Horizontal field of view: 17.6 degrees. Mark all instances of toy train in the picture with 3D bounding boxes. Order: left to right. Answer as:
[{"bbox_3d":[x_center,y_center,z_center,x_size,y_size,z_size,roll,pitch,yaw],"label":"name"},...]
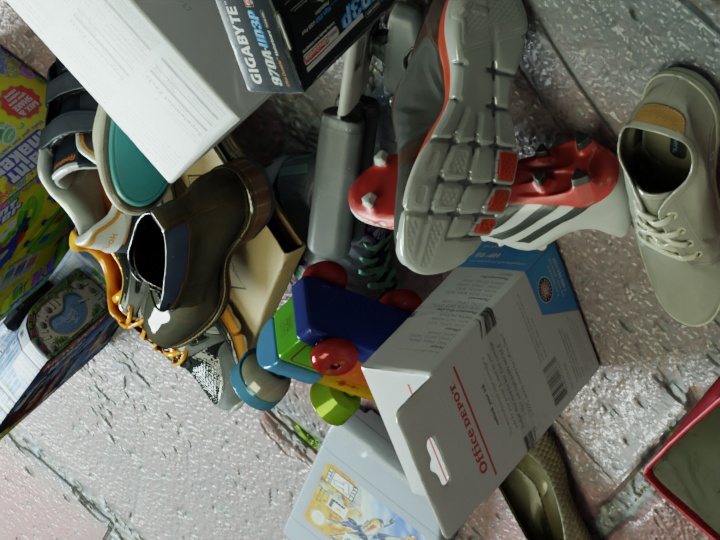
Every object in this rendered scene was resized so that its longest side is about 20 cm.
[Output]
[{"bbox_3d":[0.011,0.076,1.714,0.200,0.085,0.116,20,135,-33],"label":"toy train"}]

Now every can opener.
[{"bbox_3d":[0.007,-0.096,1.621,0.067,0.053,0.201,17,123,16],"label":"can opener"}]

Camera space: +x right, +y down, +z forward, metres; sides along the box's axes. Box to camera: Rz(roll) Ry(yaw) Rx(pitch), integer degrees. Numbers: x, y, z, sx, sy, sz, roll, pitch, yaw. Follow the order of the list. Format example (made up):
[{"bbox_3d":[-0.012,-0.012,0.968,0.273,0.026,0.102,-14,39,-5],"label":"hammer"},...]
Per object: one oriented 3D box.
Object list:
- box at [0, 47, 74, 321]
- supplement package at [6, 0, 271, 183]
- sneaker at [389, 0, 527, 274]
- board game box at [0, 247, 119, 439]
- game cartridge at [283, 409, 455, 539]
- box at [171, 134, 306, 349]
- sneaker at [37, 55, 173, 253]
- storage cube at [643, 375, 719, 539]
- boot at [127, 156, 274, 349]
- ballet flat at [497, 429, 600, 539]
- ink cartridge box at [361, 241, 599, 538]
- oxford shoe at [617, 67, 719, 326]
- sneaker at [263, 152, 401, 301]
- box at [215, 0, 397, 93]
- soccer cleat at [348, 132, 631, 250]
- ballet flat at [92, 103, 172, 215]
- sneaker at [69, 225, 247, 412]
[{"bbox_3d":[-0.332,-0.042,1.902,0.122,0.200,0.193,37,142,11],"label":"box"},{"bbox_3d":[-0.129,-0.195,1.597,0.200,0.156,0.111,48,143,-4],"label":"supplement package"},{"bbox_3d":[0.055,-0.095,1.530,0.077,0.201,0.082,18,174,-32],"label":"sneaker"},{"bbox_3d":[-0.244,0.035,1.932,0.062,0.200,0.200,42,129,3],"label":"board game box"},{"bbox_3d":[0.013,0.205,1.945,0.133,0.042,0.200,40,143,14],"label":"game cartridge"},{"bbox_3d":[-0.110,-0.038,1.780,0.164,0.021,0.200,56,156,13],"label":"box"},{"bbox_3d":[-0.202,-0.110,1.757,0.078,0.079,0.201,-28,76,46],"label":"sneaker"},{"bbox_3d":[0.313,0.091,1.425,0.171,0.180,0.200,42,144,4],"label":"storage cube"},{"bbox_3d":[-0.142,-0.002,1.695,0.075,0.097,0.200,50,137,19],"label":"boot"},{"bbox_3d":[0.132,0.175,1.790,0.067,0.046,0.200,-5,121,45],"label":"ballet flat"},{"bbox_3d":[0.075,0.080,1.626,0.067,0.200,0.116,6,128,42],"label":"ink cartridge box"},{"bbox_3d":[0.201,-0.039,1.513,0.075,0.058,0.200,18,137,28],"label":"oxford shoe"},{"bbox_3d":[0.000,0.000,1.732,0.087,0.074,0.200,-15,113,44],"label":"sneaker"},{"bbox_3d":[-0.021,-0.228,1.427,0.046,0.200,0.159,7,130,36],"label":"box"},{"bbox_3d":[0.088,-0.045,1.581,0.199,0.069,0.085,-6,142,24],"label":"soccer cleat"},{"bbox_3d":[-0.160,-0.129,1.685,0.069,0.201,0.070,8,162,3],"label":"ballet flat"},{"bbox_3d":[-0.155,0.028,1.822,0.200,0.077,0.078,58,155,3],"label":"sneaker"}]
